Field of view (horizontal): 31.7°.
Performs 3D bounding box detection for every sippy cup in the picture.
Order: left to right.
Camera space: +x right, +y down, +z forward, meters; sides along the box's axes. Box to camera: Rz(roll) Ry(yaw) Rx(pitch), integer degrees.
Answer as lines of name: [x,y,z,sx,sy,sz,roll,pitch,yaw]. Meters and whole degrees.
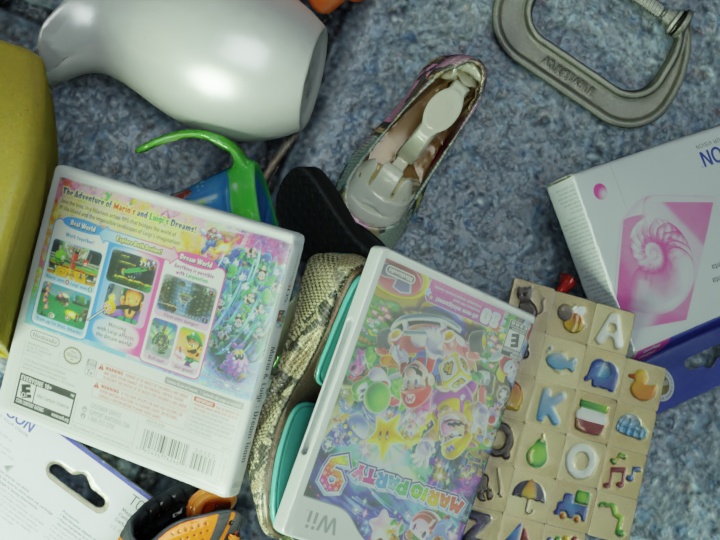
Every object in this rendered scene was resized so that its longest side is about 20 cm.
sippy cup: [-0.126,-0.003,0.955,0.129,0.140,0.179,-11,65,2]

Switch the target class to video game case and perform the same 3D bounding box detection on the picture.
video game case: [-0.149,0.038,0.882,0.199,0.024,0.184,16,93,22]
video game case: [0.035,0.102,0.877,0.142,0.018,0.202,23,83,-29]

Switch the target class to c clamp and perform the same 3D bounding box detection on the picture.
c clamp: [0.200,-0.224,1.058,0.200,0.027,0.171,39,82,-3]

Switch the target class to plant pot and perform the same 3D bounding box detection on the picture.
plant pot: [-0.311,-0.070,0.904,0.193,0.196,0.202,19,78,-6]

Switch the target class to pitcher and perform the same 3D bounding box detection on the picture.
pitcher: [-0.123,-0.193,0.978,0.198,0.121,0.173,15,69,5]

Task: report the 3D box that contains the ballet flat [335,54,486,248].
ballet flat: [0.036,-0.091,1.005,0.069,0.071,0.201,35,83,-5]

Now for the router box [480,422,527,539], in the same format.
router box: [0.045,0.170,0.970,0.156,0.052,0.202,-13,88,14]

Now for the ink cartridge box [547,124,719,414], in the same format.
ink cartridge box: [0.264,-0.004,1.014,0.195,0.043,0.202,-19,87,-29]

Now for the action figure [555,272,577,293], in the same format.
action figure: [0.109,0.091,1.014,0.200,0.052,0.065,-42,86,-3]

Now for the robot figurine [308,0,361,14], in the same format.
robot figurine: [-0.046,-0.305,0.989,0.143,0.117,0.201,-30,91,-2]

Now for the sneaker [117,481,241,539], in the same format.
sneaker: [-0.090,0.218,0.928,0.199,0.077,0.113,14,97,-38]

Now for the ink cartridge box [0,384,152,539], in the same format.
ink cartridge box: [-0.256,0.221,0.953,0.196,0.043,0.201,38,80,-5]

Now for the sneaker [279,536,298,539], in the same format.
sneaker: [-0.027,0.190,0.928,0.089,0.067,0.202,2,85,15]

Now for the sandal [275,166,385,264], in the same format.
sandal: [0.000,-0.001,0.968,0.048,0.075,0.201,-1,51,-41]

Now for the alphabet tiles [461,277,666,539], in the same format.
alphabet tiles: [0.135,0.115,0.931,0.165,0.006,0.202,15,84,-9]

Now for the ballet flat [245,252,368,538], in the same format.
ballet flat: [-0.044,0.082,0.888,0.075,0.068,0.202,14,83,39]
